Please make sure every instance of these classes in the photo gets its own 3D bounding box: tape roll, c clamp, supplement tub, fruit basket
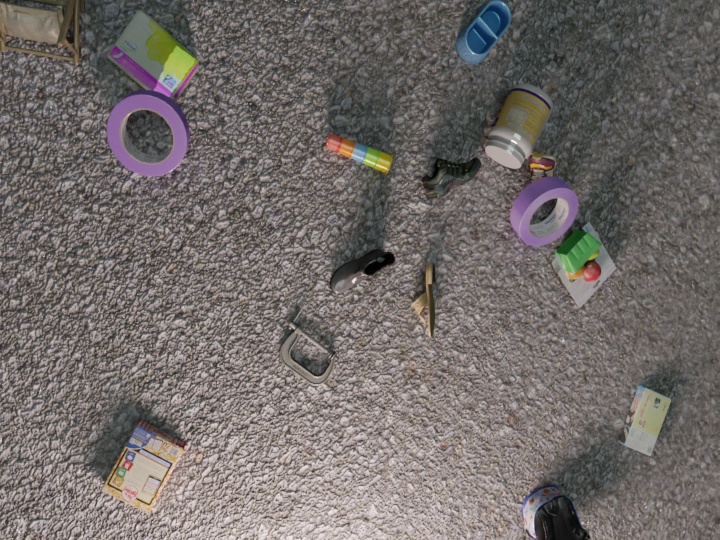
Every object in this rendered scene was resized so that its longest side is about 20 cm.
[{"bbox_3d":[-0.548,-0.355,1.379,0.192,0.066,0.208,-5,117,-10],"label":"tape roll"},{"bbox_3d":[-0.147,0.230,1.557,0.199,0.027,0.172,42,85,-10],"label":"c clamp"},{"bbox_3d":[0.466,-0.425,1.574,0.142,0.145,0.205,29,88,-11],"label":"supplement tub"},{"bbox_3d":[0.709,-0.018,1.692,0.185,0.094,0.201,-44,116,-5],"label":"fruit basket"},{"bbox_3d":[0.552,-0.176,1.596,0.192,0.067,0.205,-11,132,-12],"label":"tape roll"}]

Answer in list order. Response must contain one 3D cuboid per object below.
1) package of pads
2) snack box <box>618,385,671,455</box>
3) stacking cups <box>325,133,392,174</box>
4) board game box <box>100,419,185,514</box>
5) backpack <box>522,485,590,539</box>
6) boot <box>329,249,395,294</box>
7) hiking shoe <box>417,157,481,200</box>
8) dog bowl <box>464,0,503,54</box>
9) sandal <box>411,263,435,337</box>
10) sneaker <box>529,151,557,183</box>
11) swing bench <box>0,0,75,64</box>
[{"bbox_3d":[-0.542,-0.557,1.404,0.198,0.068,0.157,37,87,-12],"label":"package of pads"},{"bbox_3d":[0.958,0.505,1.789,0.113,0.037,0.207,22,89,-12],"label":"snack box"},{"bbox_3d":[-0.005,-0.343,1.537,0.193,0.060,0.063,21,90,-7],"label":"stacking cups"},{"bbox_3d":[-0.602,0.546,1.478,0.149,0.046,0.205,31,88,-12],"label":"board game box"},{"bbox_3d":[0.601,0.787,1.681,0.194,0.154,0.198,-20,106,-15],"label":"backpack"},{"bbox_3d":[0.000,0.000,1.517,0.197,0.131,0.071,-38,100,-6],"label":"boot"},{"bbox_3d":[0.268,-0.296,1.578,0.196,0.076,0.103,-33,102,-6],"label":"hiking shoe"},{"bbox_3d":[0.372,-0.716,1.584,0.111,0.050,0.202,41,86,-11],"label":"dog bowl"},{"bbox_3d":[0.188,0.089,1.606,0.067,0.077,0.222,1,87,20],"label":"sandal"},{"bbox_3d":[0.540,-0.292,1.582,0.073,0.198,0.094,22,99,29],"label":"sneaker"},{"bbox_3d":[-0.808,-0.651,1.318,0.191,0.130,0.209,6,87,-11],"label":"swing bench"}]
